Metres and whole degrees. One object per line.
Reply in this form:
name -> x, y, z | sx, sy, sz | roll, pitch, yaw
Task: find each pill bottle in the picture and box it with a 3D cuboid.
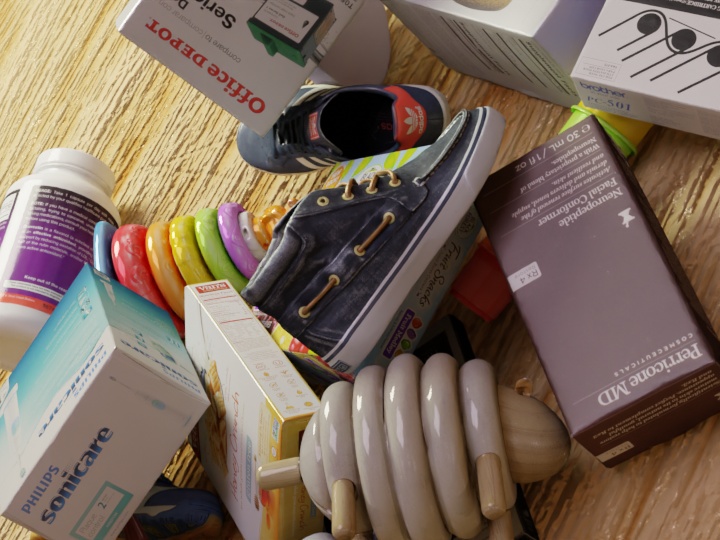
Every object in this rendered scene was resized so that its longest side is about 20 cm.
pill bottle -> -0.288, -0.010, 1.418 | 0.112, 0.112, 0.200 | -13, 52, 37

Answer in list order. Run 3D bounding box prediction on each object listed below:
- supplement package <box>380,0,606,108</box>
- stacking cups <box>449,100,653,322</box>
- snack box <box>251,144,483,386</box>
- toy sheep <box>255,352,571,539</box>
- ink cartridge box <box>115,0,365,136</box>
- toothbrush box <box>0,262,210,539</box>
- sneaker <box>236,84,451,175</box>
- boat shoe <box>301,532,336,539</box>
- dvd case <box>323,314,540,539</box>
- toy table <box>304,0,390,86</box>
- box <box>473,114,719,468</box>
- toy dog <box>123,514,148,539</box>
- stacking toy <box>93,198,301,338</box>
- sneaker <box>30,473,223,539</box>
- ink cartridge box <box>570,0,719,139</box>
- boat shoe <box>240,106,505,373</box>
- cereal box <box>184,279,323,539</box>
supplement package -> 0.126, -0.209, 1.172 | 0.200, 0.110, 0.114 | 28, 82, 50
stacking cups -> 0.135, -0.054, 1.082 | 0.200, 0.060, 0.060 | -51, 39, -1
snack box -> 0.000, 0.000, 1.119 | 0.169, 0.068, 0.200 | -60, 19, -10
toy sheep -> 0.031, 0.117, 0.959 | 0.200, 0.138, 0.138 | -7, 51, 6
ink cartridge box -> -0.078, -0.226, 1.204 | 0.200, 0.146, 0.084 | -53, 16, 6
toothbrush box -> -0.200, 0.100, 1.143 | 0.147, 0.085, 0.200 | -55, 22, 5
sneaker -> -0.031, -0.117, 1.241 | 0.200, 0.084, 0.075 | -7, 93, 32
boat shoe -> -0.078, 0.250, 1.035 | 0.200, 0.072, 0.069 | -50, 32, 26
dvd case -> 0.032, 0.142, 1.061 | 0.150, 0.025, 0.200 | -36, 42, 18
toy table -> -0.069, -0.230, 1.340 | 0.117, 0.184, 0.200 | -21, 80, 45
box -> 0.152, 0.011, 0.973 | 0.100, 0.075, 0.200 | -31, 57, 15
toy dog -> -0.186, 0.252, 1.119 | 0.200, 0.132, 0.096 | -38, 70, 4
stacking toy -> -0.117, -0.015, 1.280 | 0.200, 0.116, 0.110 | -25, 43, 13
sneaker -> -0.182, 0.174, 1.204 | 0.200, 0.075, 0.088 | -10, 54, 38
ink cartridge box -> 0.248, -0.134, 1.000 | 0.200, 0.044, 0.094 | 18, 73, 29
boat shoe -> 0.010, -0.040, 0.983 | 0.200, 0.091, 0.071 | -57, 8, -11
cereal box -> -0.079, 0.114, 1.107 | 0.200, 0.039, 0.144 | -134, 41, -53
